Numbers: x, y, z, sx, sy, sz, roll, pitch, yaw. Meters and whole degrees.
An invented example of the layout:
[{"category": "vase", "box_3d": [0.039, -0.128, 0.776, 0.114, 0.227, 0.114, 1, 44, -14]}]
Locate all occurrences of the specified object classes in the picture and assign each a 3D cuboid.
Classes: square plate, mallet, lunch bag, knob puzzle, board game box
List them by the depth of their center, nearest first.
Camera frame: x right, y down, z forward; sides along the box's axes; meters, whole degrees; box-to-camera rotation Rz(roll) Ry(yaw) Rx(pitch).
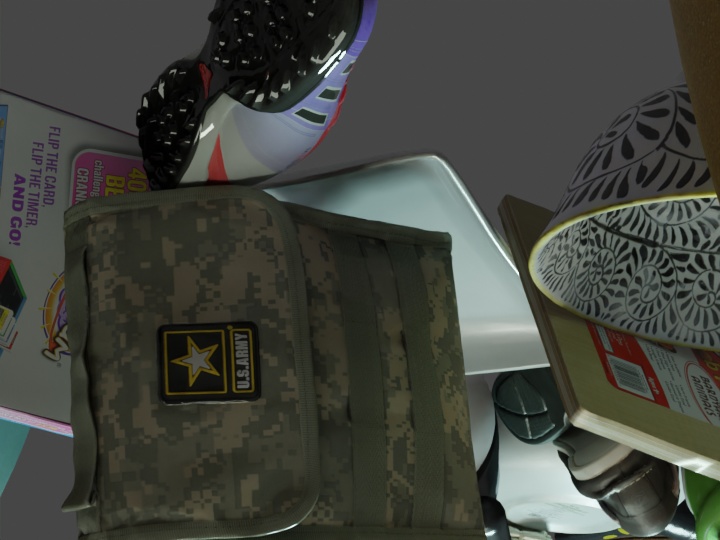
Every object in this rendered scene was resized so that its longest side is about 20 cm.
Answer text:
[{"category": "lunch bag", "box_3d": [-0.048, 0.055, 0.792, 0.200, 0.164, 0.118, 10, 157, -41]}, {"category": "board game box", "box_3d": [-0.196, -0.014, 0.805, 0.200, 0.153, 0.040, 19, 165, -27]}, {"category": "knob puzzle", "box_3d": [0.164, 0.052, 0.838, 0.220, 0.220, 0.030, 18, 120, -26]}, {"category": "square plate", "box_3d": [0.000, 0.000, 0.920, 0.198, 0.028, 0.200, -7, 144, 29]}, {"category": "mallet", "box_3d": [0.232, 0.214, 1.397, 0.066, 0.041, 0.200, 17, 159, -15]}]

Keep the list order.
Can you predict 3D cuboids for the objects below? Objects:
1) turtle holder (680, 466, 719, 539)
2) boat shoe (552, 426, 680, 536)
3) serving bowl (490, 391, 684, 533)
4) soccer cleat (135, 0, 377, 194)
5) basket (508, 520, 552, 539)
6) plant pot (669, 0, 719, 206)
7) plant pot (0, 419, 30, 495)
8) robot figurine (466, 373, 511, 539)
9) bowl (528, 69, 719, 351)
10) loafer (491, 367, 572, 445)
[{"category": "turtle holder", "box_3d": [0.265, 0.095, 0.970, 0.141, 0.132, 0.186, 6, 140, -17]}, {"category": "boat shoe", "box_3d": [0.160, 0.117, 1.035, 0.067, 0.057, 0.200, -33, -179, 9]}, {"category": "serving bowl", "box_3d": [0.148, 0.148, 1.217, 0.200, 0.066, 0.200, 6, 158, 2]}, {"category": "soccer cleat", "box_3d": [-0.033, -0.085, 0.729, 0.073, 0.068, 0.200, -4, 163, -29]}, {"category": "basket", "box_3d": [0.074, 0.244, 1.313, 0.135, 0.123, 0.200, 13, 178, 0]}, {"category": "plant pot", "box_3d": [0.188, -0.057, 0.551, 0.186, 0.200, 0.186, 4, 157, 2]}, {"category": "plant pot", "box_3d": [-0.243, 0.044, 0.898, 0.141, 0.200, 0.141, 6, 157, 1]}, {"category": "robot figurine", "box_3d": [0.027, 0.118, 1.094, 0.150, 0.125, 0.200, 4, 154, 8]}, {"category": "bowl", "box_3d": [0.176, -0.036, 0.729, 0.201, 0.094, 0.201, 7, 162, 2]}, {"category": "loafer", "box_3d": [0.149, 0.051, 1.011, 0.063, 0.072, 0.200, -28, 177, -30]}]
